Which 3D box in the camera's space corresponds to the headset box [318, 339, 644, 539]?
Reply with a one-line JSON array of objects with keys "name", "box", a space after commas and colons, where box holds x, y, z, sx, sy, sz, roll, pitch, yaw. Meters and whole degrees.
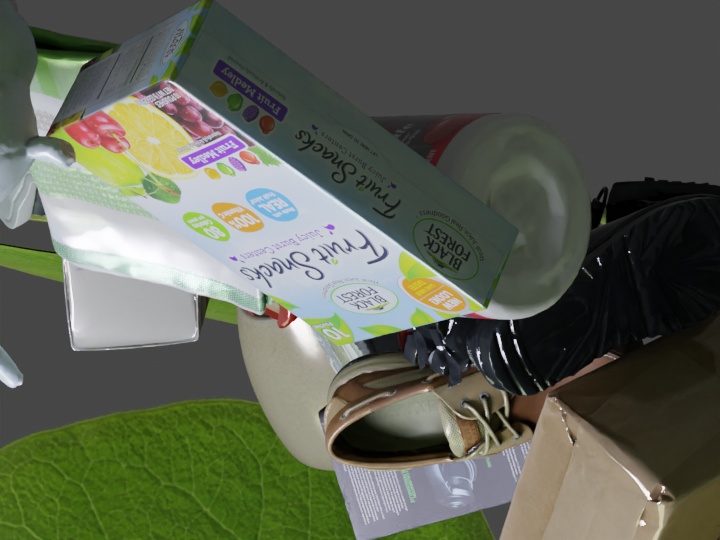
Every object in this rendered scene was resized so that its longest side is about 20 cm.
[{"name": "headset box", "box": [0.098, 0.095, 1.532, 0.198, 0.094, 0.174, -17, -178, 19]}]

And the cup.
[{"name": "cup", "box": [-0.024, 0.045, 1.944, 0.199, 0.201, 0.143, 4, 146, 43]}]

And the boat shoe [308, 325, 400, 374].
[{"name": "boat shoe", "box": [-0.014, 0.021, 1.656, 0.064, 0.075, 0.203, -1, 128, 48]}]

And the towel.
[{"name": "towel", "box": [-0.121, -0.052, 1.269, 0.148, 0.031, 0.201, 11, 148, 14]}]

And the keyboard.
[{"name": "keyboard", "box": [0.178, -0.028, 1.463, 0.103, 0.040, 0.200, -1, 161, 4]}]

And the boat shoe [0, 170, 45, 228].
[{"name": "boat shoe", "box": [-0.190, -0.085, 1.406, 0.060, 0.076, 0.200, -29, 178, -21]}]

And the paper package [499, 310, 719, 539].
[{"name": "paper package", "box": [0.186, 0.132, 1.368, 0.199, 0.192, 0.103, -23, -127, -37]}]

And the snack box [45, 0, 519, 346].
[{"name": "snack box", "box": [-0.040, -0.043, 1.150, 0.199, 0.053, 0.142, 35, 156, -23]}]

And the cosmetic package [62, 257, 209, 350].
[{"name": "cosmetic package", "box": [-0.170, 0.000, 1.798, 0.102, 0.088, 0.200, -3, -172, 1]}]

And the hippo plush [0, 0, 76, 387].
[{"name": "hippo plush", "box": [-0.225, -0.061, 1.108, 0.158, 0.202, 0.161, 3, 164, -18]}]

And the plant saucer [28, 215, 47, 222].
[{"name": "plant saucer", "box": [-0.238, -0.062, 1.683, 0.199, 0.048, 0.199, 6, 179, -43]}]

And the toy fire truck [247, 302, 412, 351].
[{"name": "toy fire truck", "box": [0.000, 0.000, 1.475, 0.175, 0.130, 0.200, 7, -157, 26]}]

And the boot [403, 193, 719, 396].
[{"name": "boot", "box": [0.116, 0.003, 1.363, 0.197, 0.074, 0.162, -28, -161, -14]}]

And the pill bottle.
[{"name": "pill bottle", "box": [0.026, -0.031, 1.303, 0.110, 0.112, 0.199, 13, 173, -38]}]

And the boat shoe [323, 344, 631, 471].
[{"name": "boat shoe", "box": [0.069, 0.085, 1.402, 0.198, 0.076, 0.074, -14, -155, 21]}]
